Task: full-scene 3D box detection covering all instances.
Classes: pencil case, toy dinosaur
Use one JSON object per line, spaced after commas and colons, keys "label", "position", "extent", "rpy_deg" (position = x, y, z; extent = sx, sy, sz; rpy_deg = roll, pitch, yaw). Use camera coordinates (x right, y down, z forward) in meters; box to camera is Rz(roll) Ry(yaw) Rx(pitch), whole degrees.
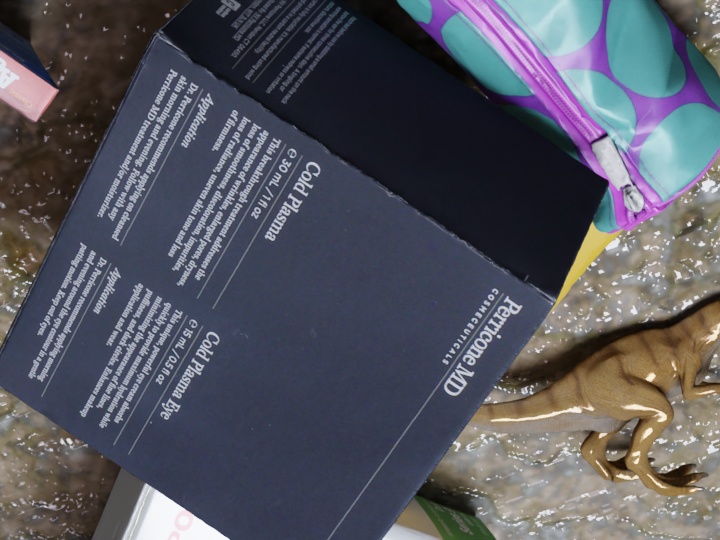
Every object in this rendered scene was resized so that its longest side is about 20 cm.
{"label": "pencil case", "position": [0.074, -0.105, 0.759], "extent": [0.085, 0.093, 0.200], "rpy_deg": [-31, 120, 32]}
{"label": "toy dinosaur", "position": [0.123, 0.064, 0.909], "extent": [0.198, 0.060, 0.107], "rpy_deg": [-22, 109, -2]}

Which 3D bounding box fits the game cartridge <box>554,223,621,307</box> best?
{"label": "game cartridge", "position": [0.000, 0.000, 0.871], "extent": [0.175, 0.033, 0.200], "rpy_deg": [29, 117, -20]}

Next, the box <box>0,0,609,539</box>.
{"label": "box", "position": [-0.029, 0.005, 0.761], "extent": [0.181, 0.104, 0.201], "rpy_deg": [34, 125, 1]}

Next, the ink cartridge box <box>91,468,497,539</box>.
{"label": "ink cartridge box", "position": [-0.042, 0.173, 0.926], "extent": [0.198, 0.088, 0.147], "rpy_deg": [20, 98, -17]}

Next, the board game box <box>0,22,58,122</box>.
{"label": "board game box", "position": [-0.212, -0.132, 0.724], "extent": [0.199, 0.103, 0.020], "rpy_deg": [35, 94, -23]}
